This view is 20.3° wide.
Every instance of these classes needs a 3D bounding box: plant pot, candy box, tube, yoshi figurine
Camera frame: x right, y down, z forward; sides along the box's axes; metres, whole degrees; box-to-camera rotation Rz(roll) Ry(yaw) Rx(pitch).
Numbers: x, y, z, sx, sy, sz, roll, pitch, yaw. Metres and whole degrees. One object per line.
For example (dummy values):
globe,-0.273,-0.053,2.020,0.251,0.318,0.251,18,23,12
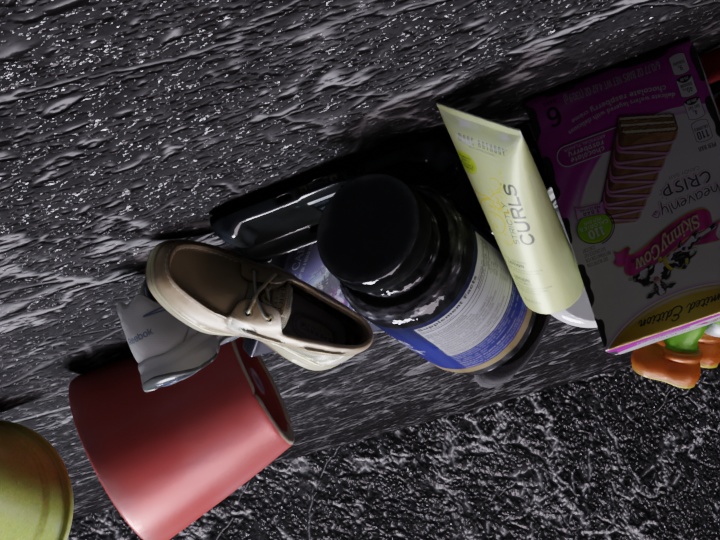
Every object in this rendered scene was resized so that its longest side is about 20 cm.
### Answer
plant pot,-0.424,0.233,2.067,0.199,0.202,0.184,-19,159,10
candy box,0.218,-0.052,1.499,0.136,0.201,0.061,-20,171,12
tube,0.114,-0.046,1.473,0.058,0.052,0.200,-15,137,12
plant pot,-0.176,0.155,2.060,0.177,0.201,0.200,-29,170,5
yoshi figurine,0.257,-0.018,1.579,0.111,0.201,0.113,3,-154,-22

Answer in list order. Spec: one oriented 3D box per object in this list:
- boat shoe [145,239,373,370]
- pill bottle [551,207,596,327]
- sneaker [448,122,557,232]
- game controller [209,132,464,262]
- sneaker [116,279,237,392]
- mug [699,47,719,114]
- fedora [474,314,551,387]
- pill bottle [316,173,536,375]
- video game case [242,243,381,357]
boat shoe,-0.079,0.024,1.608,0.199,0.073,0.065,27,153,-30
pill bottle,0.192,-0.013,1.701,0.112,0.113,0.200,-18,-174,4
sneaker,0.122,-0.063,1.651,0.199,0.075,0.088,-25,166,39
game controller,-0.017,-0.059,1.556,0.199,0.042,0.104,-21,156,14
sneaker,-0.141,0.031,1.715,0.074,0.088,0.200,-24,-173,23
mug,0.321,-0.119,1.619,0.200,0.178,0.134,-28,-160,47
fedora,0.112,0.017,1.925,0.090,0.178,0.200,10,-158,29
pill bottle,0.050,0.001,1.529,0.111,0.113,0.200,-21,152,21
video game case,0.000,0.000,1.729,0.199,0.019,0.143,-10,133,-38
